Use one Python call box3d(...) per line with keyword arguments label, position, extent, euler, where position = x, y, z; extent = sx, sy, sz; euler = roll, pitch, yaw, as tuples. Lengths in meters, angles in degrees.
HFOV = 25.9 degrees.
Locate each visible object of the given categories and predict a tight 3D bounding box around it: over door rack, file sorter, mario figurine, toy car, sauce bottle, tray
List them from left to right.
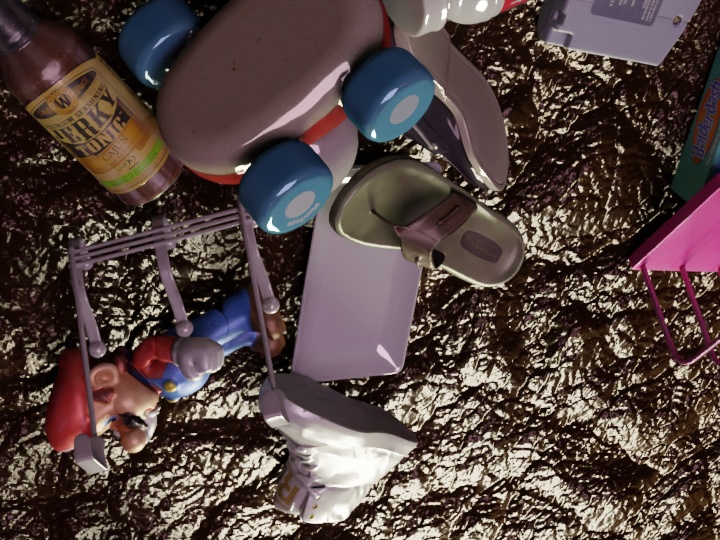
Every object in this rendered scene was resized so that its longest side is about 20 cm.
box3d(label="sauce bottle", position=(-0.202, -0.125, 1.076), extent=(0.065, 0.065, 0.200), euler=(-43, 128, 2))
box3d(label="mario figurine", position=(-0.147, 0.093, 1.212), extent=(0.199, 0.106, 0.124), euler=(-27, 131, -9))
box3d(label="over door rack", position=(-0.132, 0.049, 1.117), extent=(0.147, 0.201, 0.067), euler=(-15, 143, 5))
box3d(label="toy car", position=(-0.041, -0.117, 1.127), extent=(0.177, 0.184, 0.200), euler=(-42, 157, 1))
box3d(label="tray", position=(0.000, 0.000, 1.286), extent=(0.107, 0.022, 0.201), euler=(-4, 121, -25))
box3d(label="file sorter", position=(0.370, 0.008, 1.385), extent=(0.199, 0.126, 0.139), euler=(1, 150, -29))

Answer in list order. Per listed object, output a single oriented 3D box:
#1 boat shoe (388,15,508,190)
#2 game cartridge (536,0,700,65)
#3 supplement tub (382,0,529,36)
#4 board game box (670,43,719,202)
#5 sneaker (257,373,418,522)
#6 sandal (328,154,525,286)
box3d(label="boat shoe", position=(0.057, -0.131, 1.226), extent=(0.062, 0.073, 0.200), euler=(-7, 143, 29))
box3d(label="game cartridge", position=(0.228, -0.264, 1.234), extent=(0.132, 0.042, 0.201), euler=(3, 117, -34))
box3d(label="supplement tub", position=(0.104, -0.259, 1.103), extent=(0.199, 0.140, 0.141), euler=(-25, 128, -12))
box3d(label="board game box", position=(0.387, -0.129, 1.394), extent=(0.199, 0.045, 0.153), euler=(0, 120, -28))
box3d(label="sneaker", position=(-0.041, 0.159, 1.313), extent=(0.116, 0.074, 0.200), euler=(-50, 143, 9))
box3d(label="sandal", position=(0.064, -0.033, 1.247), extent=(0.200, 0.057, 0.080), euler=(19, 109, -35))
